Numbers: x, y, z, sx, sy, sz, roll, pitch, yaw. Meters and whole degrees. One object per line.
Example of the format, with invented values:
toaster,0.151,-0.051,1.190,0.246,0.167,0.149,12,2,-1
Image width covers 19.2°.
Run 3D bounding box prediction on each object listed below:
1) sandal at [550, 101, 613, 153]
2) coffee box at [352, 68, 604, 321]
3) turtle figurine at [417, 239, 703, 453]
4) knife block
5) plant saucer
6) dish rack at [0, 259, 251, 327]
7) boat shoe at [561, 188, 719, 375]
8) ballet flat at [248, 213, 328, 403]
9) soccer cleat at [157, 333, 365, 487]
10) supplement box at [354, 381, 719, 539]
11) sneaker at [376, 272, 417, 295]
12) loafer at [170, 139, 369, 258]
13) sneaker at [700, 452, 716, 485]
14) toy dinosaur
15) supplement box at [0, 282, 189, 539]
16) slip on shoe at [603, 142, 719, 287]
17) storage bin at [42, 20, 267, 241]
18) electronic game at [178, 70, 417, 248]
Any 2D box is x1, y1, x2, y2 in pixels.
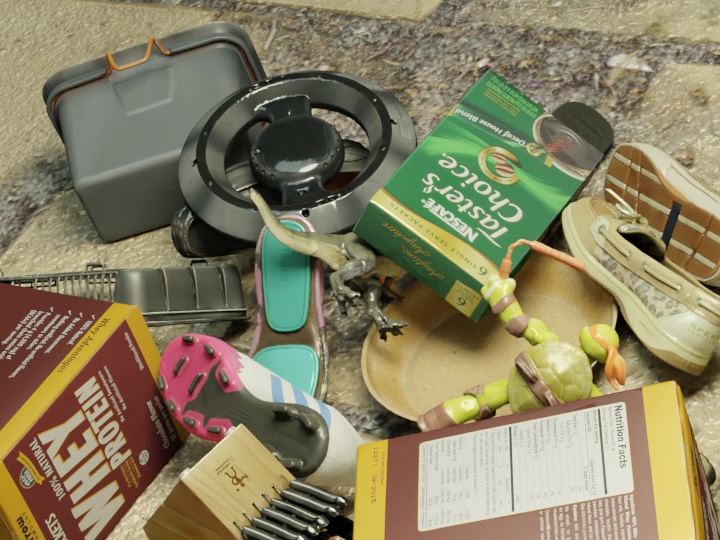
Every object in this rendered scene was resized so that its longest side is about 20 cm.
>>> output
sandal,0.144,-0.082,1.748,0.075,0.045,0.200,40,56,6
coffee box,0.095,-0.061,1.655,0.123,0.044,0.200,38,49,6
turtle figurine,0.131,0.093,1.489,0.161,0.200,0.064,-41,0,12
knife block,-0.058,0.202,1.506,0.064,0.176,0.200,-41,-4,-27
plant saucer,0.101,0.060,1.619,0.200,0.035,0.200,-13,36,10
dish rack,-0.208,0.020,1.752,0.200,0.055,0.153,-2,-1,35
boat shoe,0.216,-0.002,1.587,0.063,0.073,0.200,-57,39,20
ballet flat,-0.052,0.058,1.647,0.069,0.071,0.200,-2,77,16
soccer cleat,-0.071,0.110,1.573,0.200,0.086,0.070,30,92,43
supplement box,0.119,0.199,1.280,0.200,0.197,0.133,-13,37,12
sneaker,0.051,-0.059,1.765,0.077,0.078,0.200,2,40,40
loafer,-0.063,-0.058,1.792,0.200,0.073,0.072,-25,26,-23
sneaker,0.145,0.173,1.437,0.200,0.077,0.089,-16,49,15
toy dinosaur,0.000,0.000,1.623,0.047,0.200,0.088,-41,48,39
supplement box,-0.277,0.124,1.638,0.200,0.133,0.197,9,45,34
slip on shoe,0.256,-0.042,1.659,0.061,0.076,0.200,10,16,-27
storage bin,-0.179,-0.122,1.916,0.200,0.146,0.134,-17,46,5
electronic game,-0.052,-0.094,1.759,0.200,0.042,0.200,-6,48,7
